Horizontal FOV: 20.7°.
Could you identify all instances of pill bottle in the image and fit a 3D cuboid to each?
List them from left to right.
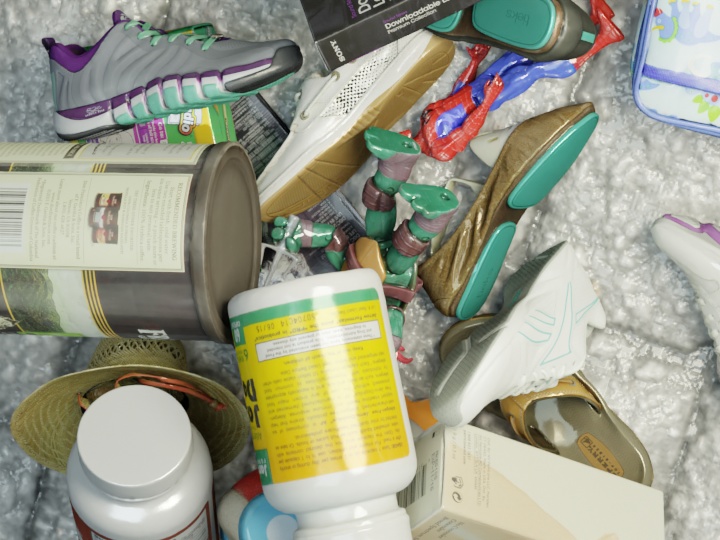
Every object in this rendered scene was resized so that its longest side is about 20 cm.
[{"bbox_3d":[-0.167,0.173,1.520,0.112,0.112,0.200,17,148,9],"label":"pill bottle"},{"bbox_3d":[-0.022,0.106,1.396,0.112,0.113,0.201,-12,87,15],"label":"pill bottle"}]

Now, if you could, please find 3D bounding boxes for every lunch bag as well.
[{"bbox_3d":[0.298,-0.163,1.406,0.199,0.082,0.161,16,104,6],"label":"lunch bag"}]

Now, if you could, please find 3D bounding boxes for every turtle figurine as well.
[{"bbox_3d":[0.000,0.000,1.495,0.150,0.101,0.200,43,124,24],"label":"turtle figurine"}]

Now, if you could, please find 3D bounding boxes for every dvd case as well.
[{"bbox_3d":[-0.087,-0.036,1.567,0.149,0.016,0.200,-39,89,16],"label":"dvd case"}]

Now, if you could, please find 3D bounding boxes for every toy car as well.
[{"bbox_3d":[0.010,0.188,1.534,0.200,0.184,0.177,-41,90,-11],"label":"toy car"}]

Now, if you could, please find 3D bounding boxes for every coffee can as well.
[{"bbox_3d":[-0.187,-0.023,1.446,0.199,0.146,0.147,2,101,13],"label":"coffee can"}]

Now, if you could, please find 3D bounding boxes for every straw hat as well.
[{"bbox_3d":[-0.178,0.090,1.573,0.200,0.201,0.085,-11,57,15],"label":"straw hat"}]

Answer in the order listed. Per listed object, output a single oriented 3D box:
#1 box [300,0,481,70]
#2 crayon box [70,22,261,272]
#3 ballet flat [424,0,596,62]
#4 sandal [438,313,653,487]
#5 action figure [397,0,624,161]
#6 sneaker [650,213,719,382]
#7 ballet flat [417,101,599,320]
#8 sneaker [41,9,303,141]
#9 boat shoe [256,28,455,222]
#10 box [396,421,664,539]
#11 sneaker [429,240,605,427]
[{"bbox_3d":[0.046,-0.236,1.418,0.200,0.143,0.036,-26,135,6],"label":"box"},{"bbox_3d":[-0.157,-0.083,1.535,0.118,0.058,0.201,-9,97,14],"label":"crayon box"},{"bbox_3d":[0.093,-0.193,1.441,0.200,0.068,0.068,34,110,41],"label":"ballet flat"},{"bbox_3d":[0.145,0.109,1.521,0.200,0.054,0.080,44,107,2],"label":"sandal"},{"bbox_3d":[0.100,-0.140,1.478,0.200,0.066,0.052,-36,125,17],"label":"action figure"},{"bbox_3d":[0.283,0.042,1.464,0.200,0.075,0.100,42,106,2],"label":"sneaker"},{"bbox_3d":[0.101,-0.058,1.501,0.072,0.068,0.200,40,112,23],"label":"ballet flat"},{"bbox_3d":[-0.144,-0.158,1.453,0.199,0.074,0.088,-14,91,15],"label":"sneaker"},{"bbox_3d":[-0.018,-0.122,1.509,0.200,0.071,0.069,-44,70,7],"label":"boat shoe"},{"bbox_3d":[0.122,0.187,1.469,0.200,0.078,0.095,20,143,-22],"label":"box"},{"bbox_3d":[0.124,0.059,1.452,0.080,0.200,0.070,52,139,-8],"label":"sneaker"}]
